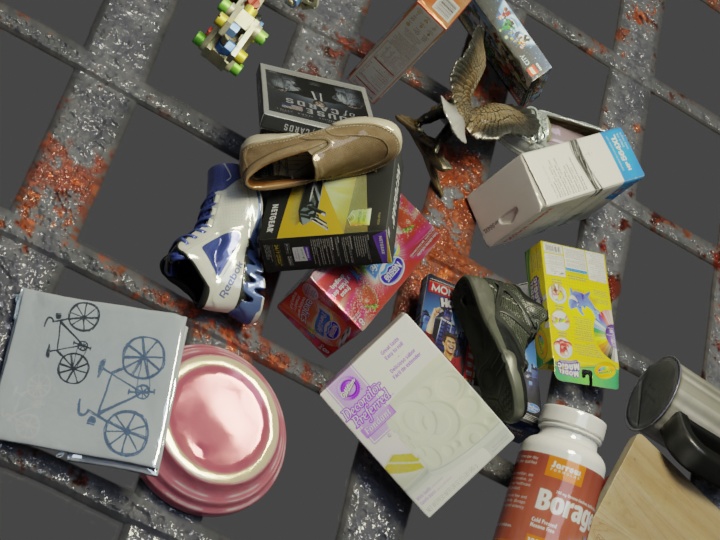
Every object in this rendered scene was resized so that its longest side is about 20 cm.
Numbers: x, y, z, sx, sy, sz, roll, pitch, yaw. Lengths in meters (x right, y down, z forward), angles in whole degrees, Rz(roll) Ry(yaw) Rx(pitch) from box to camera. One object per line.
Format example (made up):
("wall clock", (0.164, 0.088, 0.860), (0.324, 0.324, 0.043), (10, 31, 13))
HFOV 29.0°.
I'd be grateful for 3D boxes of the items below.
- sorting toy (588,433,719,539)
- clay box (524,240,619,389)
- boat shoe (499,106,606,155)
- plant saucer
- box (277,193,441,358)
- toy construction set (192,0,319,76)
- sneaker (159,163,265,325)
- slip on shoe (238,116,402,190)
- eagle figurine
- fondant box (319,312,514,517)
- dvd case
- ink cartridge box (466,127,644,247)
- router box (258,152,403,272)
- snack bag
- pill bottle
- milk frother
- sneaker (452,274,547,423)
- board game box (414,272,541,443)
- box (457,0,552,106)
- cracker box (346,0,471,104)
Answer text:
("sorting toy", (0.375, 0.357, 1.814), (0.200, 0.070, 0.199), (43, 53, -5))
("clay box", (0.291, 0.067, 1.917), (0.113, 0.048, 0.203), (11, 63, -26))
("boat shoe", (0.285, -0.198, 2.030), (0.200, 0.065, 0.075), (17, 59, -20))
("plant saucer", (-0.169, 0.176, 1.587), (0.198, 0.051, 0.203), (14, 61, -26))
("box", (0.000, 0.000, 1.742), (0.095, 0.100, 0.200), (45, 52, -5))
("toy construction set", (-0.141, -0.329, 1.797), (0.092, 0.131, 0.200), (48, 52, -2))
("sneaker", (-0.180, -0.037, 1.665), (0.114, 0.080, 0.202), (6, 66, -31))
("slip on shoe", (-0.048, -0.134, 1.659), (0.197, 0.077, 0.061), (-4, 38, 1))
("eagle figurine", (0.148, -0.228, 1.916), (0.199, 0.153, 0.151), (-34, 54, -16))
("fondant box", (0.066, 0.173, 1.680), (0.144, 0.058, 0.200), (-42, 91, -1))
("dvd case", (-0.057, -0.207, 1.768), (0.148, 0.025, 0.201), (12, 24, -11))
("ink cartridge box", (0.269, -0.115, 1.930), (0.198, 0.146, 0.085), (-16, 76, -36))
("router box", (-0.032, -0.084, 1.704), (0.155, 0.053, 0.201), (-4, 38, 9))
("snack bag", (-0.300, 0.120, 1.528), (0.197, 0.021, 0.191), (10, 62, -6))
("pill bottle", (0.236, 0.274, 1.713), (0.111, 0.112, 0.202), (24, 74, -19))
("milk frother", (0.496, 0.185, 1.876), (0.187, 0.181, 0.201), (31, 97, -15))
("sneaker", (0.193, 0.096, 1.740), (0.113, 0.077, 0.201), (3, 52, -27))
("board game box", (0.151, 0.093, 1.813), (0.198, 0.062, 0.202), (24, 56, -19))
("box", (0.195, -0.340, 1.997), (0.037, 0.137, 0.201), (-33, 82, -5))
("cracker box", (0.077, -0.326, 1.883), (0.058, 0.200, 0.134), (43, 53, -7))
